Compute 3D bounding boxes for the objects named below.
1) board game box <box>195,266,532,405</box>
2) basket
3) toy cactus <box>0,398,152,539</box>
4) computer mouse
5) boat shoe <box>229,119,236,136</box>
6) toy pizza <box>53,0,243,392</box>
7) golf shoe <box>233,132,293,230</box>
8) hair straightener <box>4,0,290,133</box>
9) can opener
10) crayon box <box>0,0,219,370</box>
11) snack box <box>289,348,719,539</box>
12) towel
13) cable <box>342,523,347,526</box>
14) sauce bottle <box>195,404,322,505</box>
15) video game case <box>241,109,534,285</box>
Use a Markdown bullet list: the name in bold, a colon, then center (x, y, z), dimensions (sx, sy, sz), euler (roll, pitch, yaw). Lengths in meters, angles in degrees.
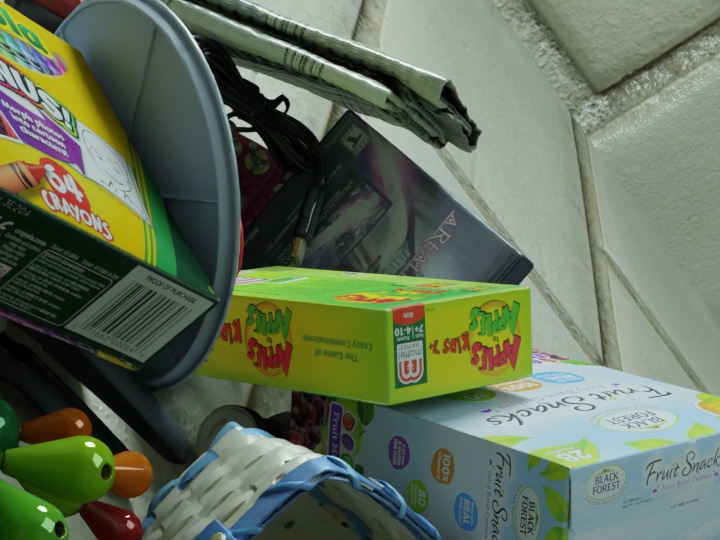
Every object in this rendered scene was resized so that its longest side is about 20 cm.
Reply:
- **board game box**: center (-0.018, 0.030, 0.942), dimensions (0.102, 0.200, 0.048), euler (-8, 98, -42)
- **basket**: center (-0.011, 0.170, 0.817), dimensions (0.176, 0.139, 0.200), euler (47, -11, -32)
- **toy cactus**: center (-0.175, 0.065, 0.706), dimensions (0.165, 0.102, 0.200), euler (43, 13, 20)
- **computer mouse**: center (-0.090, -0.027, 1.068), dimensions (0.140, 0.046, 0.200), euler (37, 53, -36)
- **boat shoe**: center (-0.138, -0.104, 1.090), dimensions (0.072, 0.076, 0.200), euler (37, 2, 25)
- **toy pizza**: center (-0.109, -0.040, 0.892), dimensions (0.032, 0.200, 0.200), euler (-8, 61, -37)
- **golf shoe**: center (-0.055, -0.011, 1.227), dimensions (0.200, 0.075, 0.092), euler (50, -15, 0)
- **hair straightener**: center (-0.137, -0.138, 1.157), dimensions (0.200, 0.077, 0.041), euler (22, 67, -24)
- **can opener**: center (-0.147, 0.039, 0.843), dimensions (0.200, 0.063, 0.079), euler (45, 19, -35)
- **crayon box**: center (-0.168, -0.061, 0.772), dimensions (0.200, 0.058, 0.173), euler (32, 23, -55)
- **snack box**: center (0.089, 0.093, 0.928), dimensions (0.169, 0.200, 0.068), euler (-7, 105, -41)
- **towel**: center (-0.023, -0.123, 1.143), dimensions (0.200, 0.035, 0.193), euler (22, -2, 12)
- **cable**: center (0.065, 0.200, 1.001), dimensions (0.200, 0.163, 0.051), euler (53, -22, 20)
- **sauce bottle**: center (-0.027, 0.116, 1.046), dimensions (0.200, 0.065, 0.065), euler (32, 29, -57)
- **video game case**: center (0.000, 0.000, 1.093), dimensions (0.019, 0.143, 0.200), euler (38, 4, -43)
